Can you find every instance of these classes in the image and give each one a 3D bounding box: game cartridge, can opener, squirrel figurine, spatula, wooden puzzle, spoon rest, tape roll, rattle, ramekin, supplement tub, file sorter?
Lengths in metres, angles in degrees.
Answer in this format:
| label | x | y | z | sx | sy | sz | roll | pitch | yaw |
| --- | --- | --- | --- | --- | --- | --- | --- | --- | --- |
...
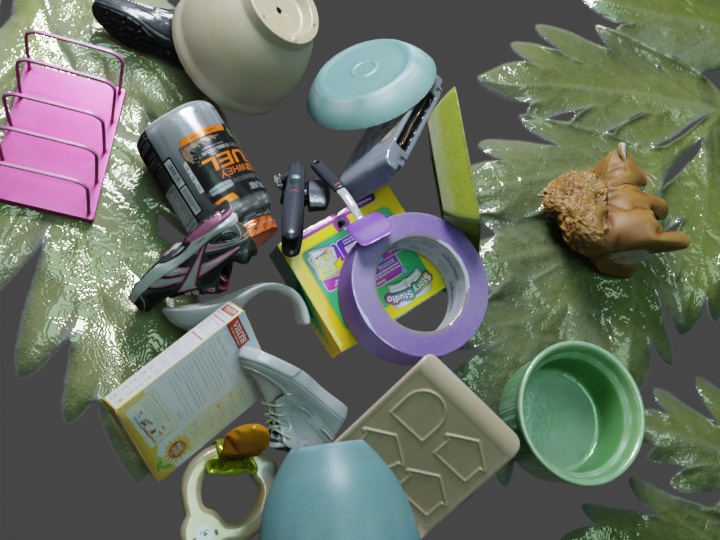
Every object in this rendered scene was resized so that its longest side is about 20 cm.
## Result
| label | x | y | z | sx | sy | sz | roll | pitch | yaw |
| --- | --- | --- | --- | --- | --- | --- | --- | --- | --- |
| game cartridge | 0.040 | -0.191 | 1.297 | 0.042 | 0.133 | 0.201 | 43 | 51 | -22 |
| can opener | -0.087 | -0.090 | 1.227 | 0.078 | 0.064 | 0.200 | -4 | 30 | 7 |
| squirrel figurine | 0.385 | -0.107 | 1.392 | 0.198 | 0.142 | 0.188 | 8 | 65 | -18 |
| spatula | -0.019 | -0.099 | 1.231 | 0.056 | 0.021 | 0.200 | -27 | 51 | -13 |
| wooden puzzle | 0.083 | 0.234 | 1.198 | 0.185 | 0.046 | 0.200 | 44 | 97 | -11 |
| spoon rest | -0.165 | 0.047 | 1.195 | 0.199 | 0.099 | 0.061 | 0 | 88 | -28 |
| tape roll | 0.072 | 0.025 | 1.224 | 0.198 | 0.066 | 0.202 | 5 | 74 | -18 |
| rattle | -0.163 | 0.301 | 1.091 | 0.130 | 0.142 | 0.201 | 40 | 59 | -22 |
| ramekin | 0.295 | 0.209 | 1.284 | 0.198 | 0.098 | 0.202 | 5 | 72 | -17 |
| supplement tub | -0.203 | -0.115 | 1.209 | 0.122 | 0.123 | 0.201 | -31 | 85 | -23 |
| file sorter | -0.395 | -0.190 | 1.168 | 0.138 | 0.125 | 0.202 | 13 | 70 | -13 |

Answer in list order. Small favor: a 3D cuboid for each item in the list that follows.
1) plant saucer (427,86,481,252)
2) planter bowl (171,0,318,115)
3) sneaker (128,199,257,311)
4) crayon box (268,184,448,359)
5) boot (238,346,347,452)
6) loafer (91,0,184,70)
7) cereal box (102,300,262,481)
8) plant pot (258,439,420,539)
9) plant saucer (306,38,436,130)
| label | x | y | z | sx | sy | sz | roll | pitch | yaw |
| --- | --- | --- | --- | --- | --- | --- | --- | --- | --- |
| plant saucer | 0.133 | -0.132 | 1.297 | 0.047 | 0.200 | 0.202 | -10 | 76 | 4 |
| planter bowl | -0.143 | -0.338 | 1.251 | 0.199 | 0.134 | 0.202 | 21 | 56 | -36 |
| sneaker | -0.212 | 0.004 | 1.141 | 0.086 | 0.200 | 0.080 | 48 | 32 | -10 |
| crayon box | 0.000 | 0.000 | 1.274 | 0.199 | 0.058 | 0.173 | -30 | 86 | -24 |
| boot | -0.096 | 0.180 | 1.145 | 0.200 | 0.073 | 0.096 | 41 | 65 | -38 |
| loafer | -0.283 | -0.345 | 1.285 | 0.199 | 0.068 | 0.071 | 23 | 60 | -16 |
| cereal box | -0.208 | 0.151 | 1.125 | 0.200 | 0.145 | 0.039 | -39 | 44 | -25 |
| plant pot | -0.032 | 0.281 | 1.098 | 0.198 | 0.200 | 0.136 | -4 | 77 | -19 |
| plant saucer | 0.010 | -0.281 | 1.305 | 0.198 | 0.036 | 0.201 | -12 | 44 | 12 |
